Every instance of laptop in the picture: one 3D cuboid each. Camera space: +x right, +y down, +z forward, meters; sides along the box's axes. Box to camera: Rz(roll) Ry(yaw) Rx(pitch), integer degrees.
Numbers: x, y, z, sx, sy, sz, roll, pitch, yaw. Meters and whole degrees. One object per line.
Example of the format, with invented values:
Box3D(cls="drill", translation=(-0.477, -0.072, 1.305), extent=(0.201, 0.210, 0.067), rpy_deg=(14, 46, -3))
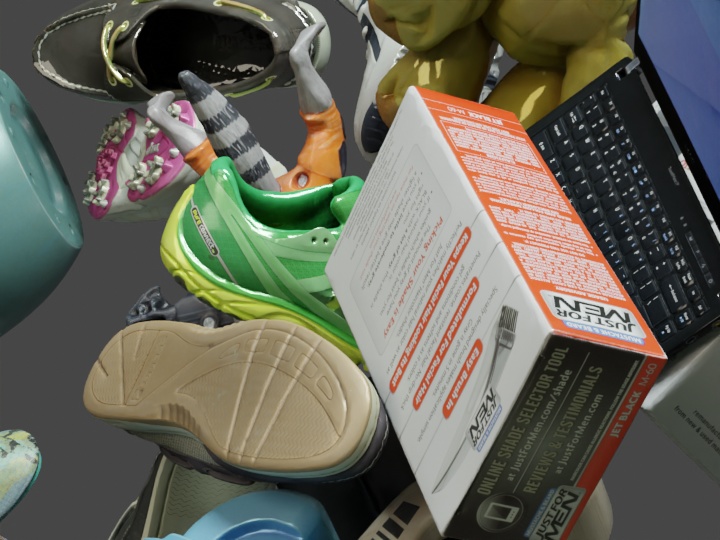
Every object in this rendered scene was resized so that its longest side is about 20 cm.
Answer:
Box3D(cls="laptop", translation=(0.104, -0.053, 0.999), extent=(0.200, 0.103, 0.178), rpy_deg=(-36, 41, 18))

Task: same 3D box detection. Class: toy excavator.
Box3D(cls="toy excavator", translation=(-0.008, 0.140, 1.003), extent=(0.194, 0.100, 0.200), rpy_deg=(12, 52, 36))

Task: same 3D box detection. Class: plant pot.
Box3D(cls="plant pot", translation=(-0.270, -0.038, 1.379), extent=(0.160, 0.201, 0.201), rpy_deg=(-25, 44, 4))

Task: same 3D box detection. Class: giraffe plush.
Box3D(cls="giraffe plush", translation=(0.109, -0.161, 1.180), extent=(0.172, 0.201, 0.162), rpy_deg=(24, 42, 10))

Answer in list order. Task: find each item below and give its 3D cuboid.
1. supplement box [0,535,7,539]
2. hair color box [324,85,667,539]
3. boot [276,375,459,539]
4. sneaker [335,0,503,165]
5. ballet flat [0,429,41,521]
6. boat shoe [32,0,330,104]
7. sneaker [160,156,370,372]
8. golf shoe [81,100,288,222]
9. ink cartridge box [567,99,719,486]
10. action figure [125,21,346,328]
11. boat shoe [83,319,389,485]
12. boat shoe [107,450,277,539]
Box3D(cls="supplement box", translation=(-0.239, 0.246, 1.225), extent=(0.109, 0.061, 0.201), rpy_deg=(23, 75, 48))
Box3D(cls="hair color box", translation=(0.054, 0.018, 0.985), extent=(0.111, 0.064, 0.200), rpy_deg=(-64, 28, 27))
Box3D(cls="boot", translation=(-0.010, 0.163, 1.082), extent=(0.164, 0.066, 0.201), rpy_deg=(-28, 48, 4))
Box3D(cls="sneaker", translation=(0.017, -0.144, 1.296), extent=(0.129, 0.079, 0.200), rpy_deg=(-2, 63, 46))
Box3D(cls="ballet flat", translation=(-0.284, 0.154, 1.330), extent=(0.200, 0.074, 0.074), rpy_deg=(-38, 42, 11))
Box3D(cls="boat shoe", translation=(-0.119, -0.137, 1.332), extent=(0.200, 0.060, 0.072), rpy_deg=(-1, 97, 26))
Box3D(cls="sneaker", translation=(0.000, 0.000, 1.115), extent=(0.074, 0.199, 0.084), rpy_deg=(-103, 33, -70))
Box3D(cls="golf shoe", translation=(-0.110, -0.055, 1.347), extent=(0.200, 0.091, 0.076), rpy_deg=(8, 78, 68))
Box3D(cls="ink cartridge box", translation=(0.188, -0.022, 1.045), extent=(0.200, 0.084, 0.145), rpy_deg=(-46, 40, 4))
Box3D(cls="action figure", translation=(-0.063, -0.012, 1.197), extent=(0.199, 0.105, 0.195), rpy_deg=(-21, 90, 16))
Box3D(cls="boat shoe", translation=(-0.051, 0.067, 1.043), extent=(0.199, 0.065, 0.072), rpy_deg=(4, 65, 47))
Box3D(cls="boat shoe", translation=(-0.093, 0.116, 1.166), extent=(0.068, 0.072, 0.201), rpy_deg=(38, 105, 55))
